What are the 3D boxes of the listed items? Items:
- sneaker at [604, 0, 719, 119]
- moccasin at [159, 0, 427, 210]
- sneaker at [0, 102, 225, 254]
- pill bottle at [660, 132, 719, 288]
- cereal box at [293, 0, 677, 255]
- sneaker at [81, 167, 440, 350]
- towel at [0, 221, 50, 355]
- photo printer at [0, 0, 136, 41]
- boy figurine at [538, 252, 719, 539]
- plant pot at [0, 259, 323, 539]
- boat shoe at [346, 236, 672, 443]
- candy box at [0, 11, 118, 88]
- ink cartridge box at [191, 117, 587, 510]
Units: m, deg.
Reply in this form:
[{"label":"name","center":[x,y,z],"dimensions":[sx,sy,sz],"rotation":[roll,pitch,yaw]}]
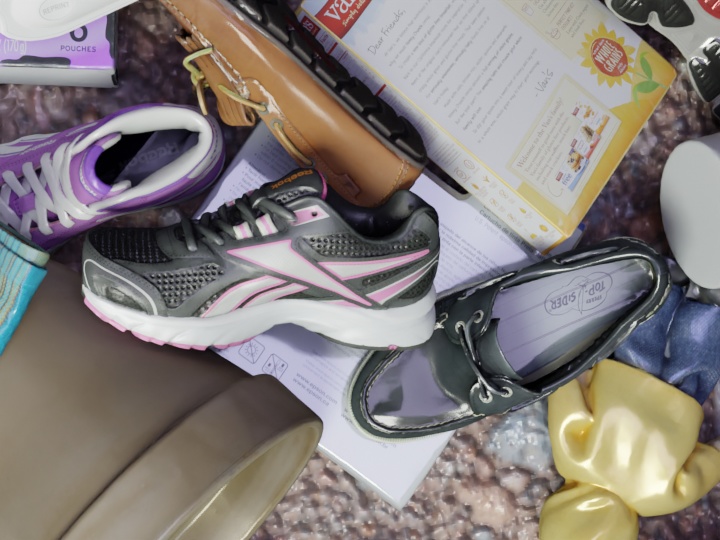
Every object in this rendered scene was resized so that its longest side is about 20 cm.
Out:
[{"label":"sneaker","center":[0.213,-0.160,0.928],"dimensions":[0.199,0.084,0.080],"rotation":[40,121,-19]},{"label":"moccasin","center":[-0.055,-0.103,0.848],"dimensions":[0.201,0.074,0.078],"rotation":[41,111,-19]},{"label":"sneaker","center":[-0.171,-0.046,0.856],"dimensions":[0.198,0.114,0.073],"rotation":[-25,93,-3]},{"label":"pill bottle","center":[0.278,-0.048,0.898],"dimensions":[0.197,0.113,0.114],"rotation":[-12,90,-19]},{"label":"cereal box","center":[0.072,-0.126,0.905],"dimensions":[0.200,0.040,0.144],"rotation":[40,63,-4]},{"label":"sneaker","center":[-0.049,-0.016,0.820],"dimensions":[0.197,0.081,0.087],"rotation":[1,120,-22]},{"label":"towel","center":[-0.254,0.046,0.792],"dimensions":[0.146,0.022,0.201],"rotation":[30,87,28]},{"label":"photo printer","center":[-0.132,-0.214,0.789],"dimensions":[0.198,0.070,0.167],"rotation":[-26,64,-9]},{"label":"boy figurine","center":[0.164,0.095,0.921],"dimensions":[0.123,0.064,0.202],"rotation":[21,87,-5]},{"label":"plant pot","center":[-0.146,0.093,0.833],"dimensions":[0.200,0.200,0.173],"rotation":[-45,78,-6]},{"label":"boat shoe","center":[0.084,0.039,0.863],"dimensions":[0.197,0.066,0.075],"rotation":[-20,90,-2]},{"label":"candy box","center":[-0.217,-0.210,0.874],"dimensions":[0.165,0.072,0.203],"rotation":[1,88,-7]},{"label":"ink cartridge box","center":[0.000,0.000,0.913],"dimensions":[0.199,0.041,0.201],"rotation":[37,83,-5]}]
